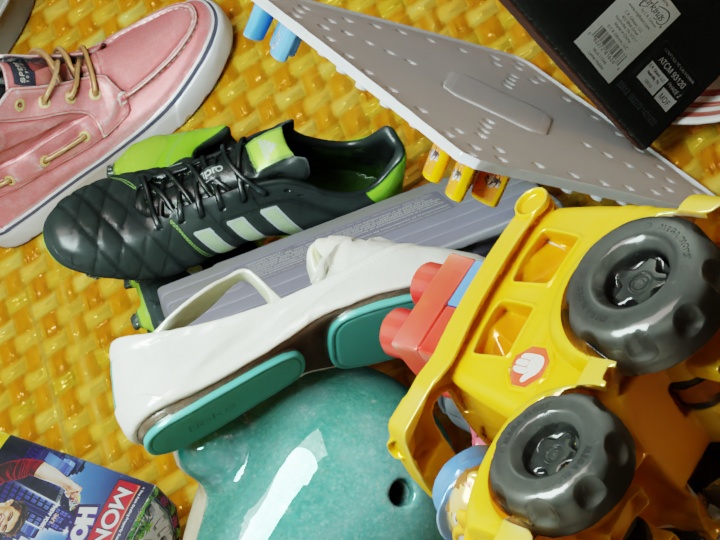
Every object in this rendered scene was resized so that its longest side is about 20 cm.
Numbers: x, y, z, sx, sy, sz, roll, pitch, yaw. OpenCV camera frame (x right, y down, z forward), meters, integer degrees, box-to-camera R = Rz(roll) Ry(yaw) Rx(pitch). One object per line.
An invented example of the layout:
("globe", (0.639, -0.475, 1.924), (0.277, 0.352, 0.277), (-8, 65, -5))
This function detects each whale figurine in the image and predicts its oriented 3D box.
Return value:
("whale figurine", (-0.029, 0.133, 1.388), (0.200, 0.159, 0.104), (-48, 23, -28))

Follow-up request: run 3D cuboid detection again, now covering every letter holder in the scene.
("letter holder", (0.096, -0.179, 1.453), (0.101, 0.200, 0.142), (-44, 45, 3))

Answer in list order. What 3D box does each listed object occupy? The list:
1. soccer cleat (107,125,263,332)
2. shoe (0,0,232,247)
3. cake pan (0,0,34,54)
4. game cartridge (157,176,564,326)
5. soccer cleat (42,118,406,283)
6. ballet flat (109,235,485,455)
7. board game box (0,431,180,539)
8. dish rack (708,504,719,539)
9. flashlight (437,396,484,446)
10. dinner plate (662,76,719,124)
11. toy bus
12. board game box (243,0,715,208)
("soccer cleat", (-0.086, -0.003, 1.585), (0.081, 0.068, 0.201), (-20, 50, 6))
("shoe", (-0.172, -0.104, 1.703), (0.200, 0.091, 0.072), (-40, 45, 6))
("cake pan", (-0.287, -0.173, 1.872), (0.199, 0.037, 0.201), (-19, 51, 25))
("game cartridge", (0.000, 0.000, 1.470), (0.199, 0.039, 0.130), (-21, 11, -6))
("soccer cleat", (-0.070, -0.043, 1.524), (0.199, 0.081, 0.068), (-9, 57, -20))
("ballet flat", (-0.028, 0.020, 1.362), (0.199, 0.070, 0.070), (-23, 45, -12))
("board game box", (-0.172, 0.201, 1.517), (0.199, 0.062, 0.201), (16, 71, 40))
("dish rack", (0.153, 0.114, 1.327), (0.200, 0.043, 0.172), (-34, 37, 26))
("flashlight", (0.059, 0.110, 1.346), (0.068, 0.068, 0.201), (-38, 35, 36))
("dinner plate", (0.202, -0.159, 1.518), (0.199, 0.024, 0.201), (-19, 50, 25))
("toy bus", (0.080, 0.063, 1.262), (0.191, 0.136, 0.201), (12, 61, 40))
("board game box", (0.064, -0.074, 1.447), (0.200, 0.199, 0.026), (40, 112, 45))
